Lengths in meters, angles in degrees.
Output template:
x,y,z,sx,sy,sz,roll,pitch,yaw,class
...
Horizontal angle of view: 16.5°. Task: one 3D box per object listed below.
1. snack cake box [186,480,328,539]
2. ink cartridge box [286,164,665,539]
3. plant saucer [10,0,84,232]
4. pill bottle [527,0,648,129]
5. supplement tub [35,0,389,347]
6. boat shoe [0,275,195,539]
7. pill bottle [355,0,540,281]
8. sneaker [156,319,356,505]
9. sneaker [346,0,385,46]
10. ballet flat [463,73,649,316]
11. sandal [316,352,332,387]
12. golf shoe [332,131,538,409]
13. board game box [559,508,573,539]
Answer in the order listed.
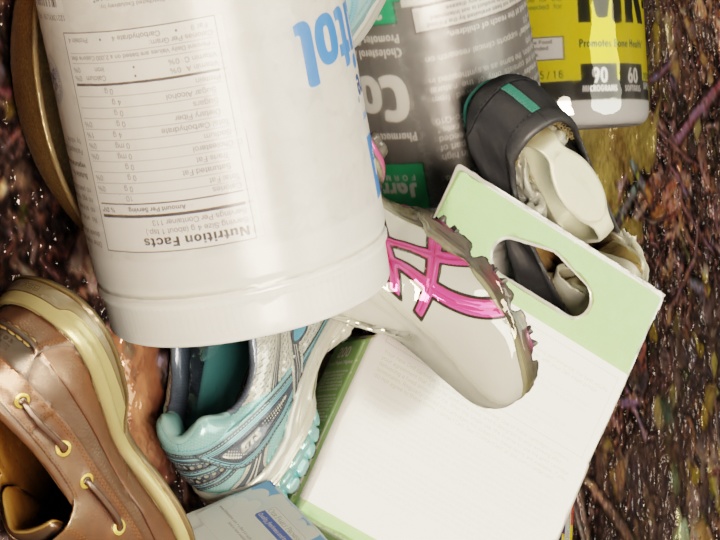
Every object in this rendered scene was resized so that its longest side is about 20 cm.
x,y,z,sx,sy,sz,roll,pitch,yaw,class
-0.029,0.216,1.178,0.067,0.115,0.200,-22,118,-19,snack cake box
0.055,0.068,1.278,0.145,0.048,0.200,31,72,-21,ink cartridge box
-0.109,-0.094,1.160,0.200,0.035,0.200,10,79,-63,plant saucer
0.116,-0.186,1.521,0.114,0.114,0.200,-7,93,-63,pill bottle
-0.066,-0.081,1.063,0.132,0.132,0.200,-37,120,-58,supplement tub
-0.128,0.099,1.080,0.068,0.072,0.200,-44,130,-35,boat shoe
0.046,-0.086,1.377,0.113,0.113,0.200,-38,120,-58,pill bottle
-0.049,0.018,1.225,0.086,0.078,0.200,44,50,-49,sneaker
-0.006,-0.173,1.243,0.082,0.074,0.200,-42,159,-54,sneaker
0.113,-0.017,1.328,0.200,0.073,0.073,64,35,-34,ballet flat
-0.021,0.140,1.289,0.082,0.055,0.200,39,54,-56,sandal
0.000,0.000,1.194,0.200,0.073,0.092,47,68,-7,golf shoe
0.066,0.191,1.455,0.165,0.057,0.200,26,65,-57,board game box
